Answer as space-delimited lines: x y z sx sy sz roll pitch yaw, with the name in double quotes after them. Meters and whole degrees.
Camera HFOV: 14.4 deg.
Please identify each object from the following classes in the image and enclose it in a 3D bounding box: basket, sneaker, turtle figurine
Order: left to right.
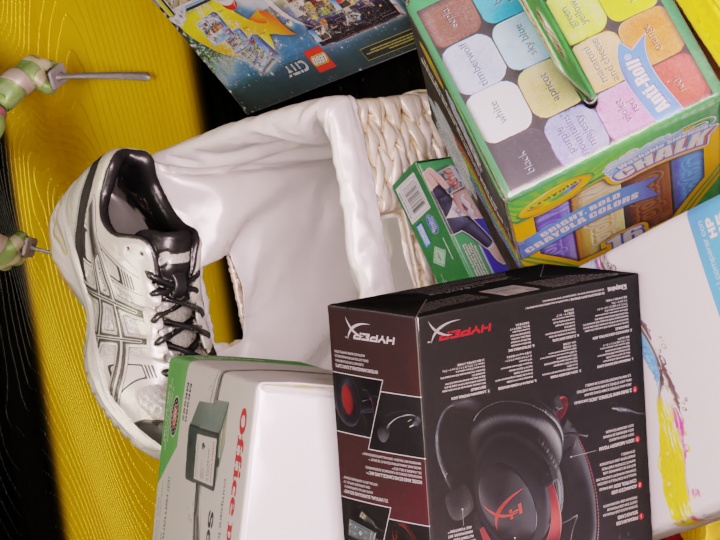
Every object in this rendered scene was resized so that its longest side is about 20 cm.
-0.250 -0.083 2.064 0.194 0.199 0.144 -127 18 -56 "turtle figurine"
-0.123 0.019 1.676 0.088 0.075 0.200 -50 60 45 "sneaker"
0.000 0.000 1.704 0.200 0.160 0.199 -13 89 51 "basket"

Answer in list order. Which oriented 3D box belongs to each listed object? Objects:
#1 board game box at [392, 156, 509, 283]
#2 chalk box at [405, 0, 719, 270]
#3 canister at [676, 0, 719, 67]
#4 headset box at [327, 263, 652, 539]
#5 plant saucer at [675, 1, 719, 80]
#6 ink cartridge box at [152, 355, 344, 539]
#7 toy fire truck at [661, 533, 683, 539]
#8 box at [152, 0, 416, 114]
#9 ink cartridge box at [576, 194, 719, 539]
0.114 0.023 1.589 0.029 0.134 0.201 -43 65 45 "board game box"
0.106 -0.093 1.448 0.200 0.124 0.125 72 172 -71 "chalk box"
0.255 -0.170 1.379 0.200 0.086 0.149 -43 68 32 "canister"
0.068 0.107 1.422 0.075 0.148 0.201 6 104 52 "headset box"
0.179 -0.149 1.546 0.200 0.037 0.201 15 109 49 "plant saucer"
-0.048 0.124 1.517 0.200 0.084 0.147 -175 90 -73 "ink cartridge box"
0.110 0.185 1.590 0.141 0.199 0.049 -67 28 24 "toy fire truck"
-0.046 -0.179 1.762 0.137 0.038 0.200 49 145 -18 "box"
0.204 0.044 1.474 0.200 0.146 0.147 -29 76 50 "ink cartridge box"
